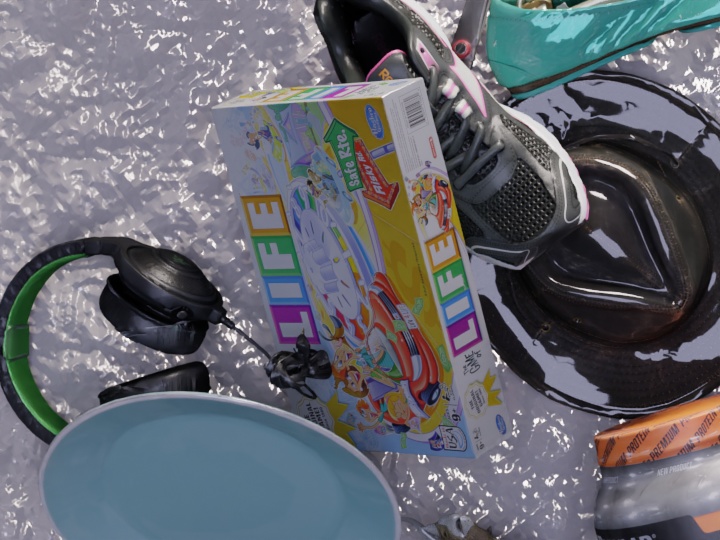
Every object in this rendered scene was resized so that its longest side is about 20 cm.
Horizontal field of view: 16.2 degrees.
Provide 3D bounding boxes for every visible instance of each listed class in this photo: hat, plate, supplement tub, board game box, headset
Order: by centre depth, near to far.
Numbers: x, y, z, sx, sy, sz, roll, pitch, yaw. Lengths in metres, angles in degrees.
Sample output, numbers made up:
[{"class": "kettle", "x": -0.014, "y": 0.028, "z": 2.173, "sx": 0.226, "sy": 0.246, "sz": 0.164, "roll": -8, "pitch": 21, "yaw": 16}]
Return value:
[{"class": "board game box", "x": 0.000, "y": 0.000, "z": 1.357, "sx": 0.034, "sy": 0.134, "sz": 0.201, "roll": -28, "pitch": 108, "yaw": -41}, {"class": "supplement tub", "x": 0.199, "y": 0.173, "z": 1.372, "sx": 0.122, "sy": 0.123, "sz": 0.201, "roll": -17, "pitch": 89, "yaw": 2}, {"class": "plate", "x": -0.075, "y": 0.123, "z": 1.375, "sx": 0.199, "sy": 0.201, "sz": 0.026, "roll": 7, "pitch": 49, "yaw": 2}, {"class": "headset", "x": -0.113, "y": 0.047, "z": 1.386, "sx": 0.199, "sy": 0.094, "sz": 0.124, "roll": 3, "pitch": 97, "yaw": 18}, {"class": "hat", "x": 0.141, "y": -0.014, "z": 1.390, "sx": 0.200, "sy": 0.081, "sz": 0.201, "roll": 0, "pitch": 91, "yaw": 1}]

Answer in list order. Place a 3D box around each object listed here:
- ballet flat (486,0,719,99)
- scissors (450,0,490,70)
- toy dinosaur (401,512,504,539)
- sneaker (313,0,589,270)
[{"class": "ballet flat", "x": 0.162, "y": -0.156, "z": 1.389, "sx": 0.199, "sy": 0.067, "sz": 0.071, "roll": -18, "pitch": 107, "yaw": 3}, {"class": "scissors", "x": 0.059, "y": -0.109, "z": 1.416, "sx": 0.073, "sy": 0.014, "sz": 0.200, "roll": 31, "pitch": 90, "yaw": 27}, {"class": "toy dinosaur", "x": 0.102, "y": 0.213, "z": 1.411, "sx": 0.102, "sy": 0.077, "sz": 0.201, "roll": -16, "pitch": 98, "yaw": 21}, {"class": "sneaker", "x": 0.035, "y": -0.082, "z": 1.357, "sx": 0.080, "sy": 0.086, "sz": 0.200, "roll": -48, "pitch": 63, "yaw": 8}]
